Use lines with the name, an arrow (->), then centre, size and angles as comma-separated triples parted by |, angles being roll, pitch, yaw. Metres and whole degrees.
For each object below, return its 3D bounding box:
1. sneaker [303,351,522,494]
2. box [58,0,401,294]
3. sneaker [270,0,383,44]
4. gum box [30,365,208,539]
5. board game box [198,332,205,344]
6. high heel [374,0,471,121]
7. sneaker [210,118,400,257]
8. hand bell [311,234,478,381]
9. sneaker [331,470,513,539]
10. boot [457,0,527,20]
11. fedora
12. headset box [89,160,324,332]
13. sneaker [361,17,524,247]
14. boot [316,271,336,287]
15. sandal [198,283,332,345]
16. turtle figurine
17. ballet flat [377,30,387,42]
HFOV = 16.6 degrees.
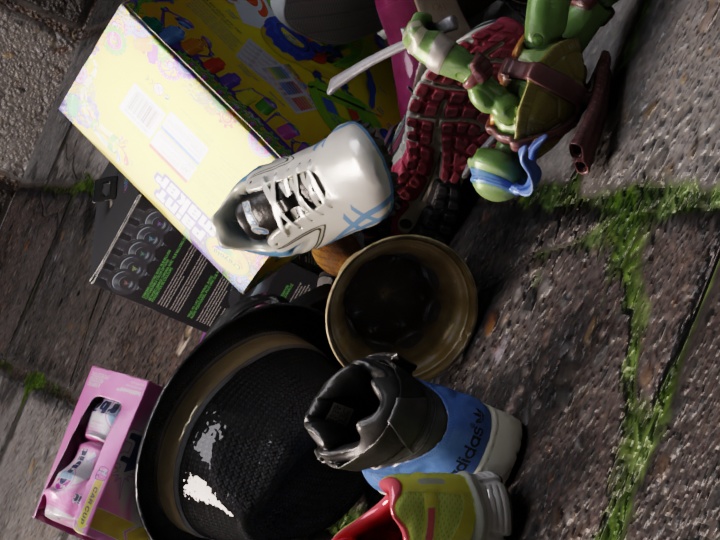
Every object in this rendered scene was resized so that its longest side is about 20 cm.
sneaker -> 0.014, 0.096, 1.531 | 0.077, 0.111, 0.200 | -68, 16, -7
box -> -0.077, -0.123, 1.843 | 0.193, 0.200, 0.122 | -35, -13, -48
sneaker -> -0.004, -0.218, 1.852 | 0.071, 0.200, 0.073 | 40, 121, 30
gum box -> -0.130, 0.154, 1.738 | 0.066, 0.200, 0.114 | 10, 75, 45
board game box -> -0.114, 0.096, 2.091 | 0.120, 0.032, 0.200 | -63, 16, -5
high heel -> 0.032, -0.178, 1.789 | 0.096, 0.067, 0.201 | 28, 133, 47
sneaker -> -0.036, -0.047, 1.640 | 0.072, 0.072, 0.200 | -27, 1, -29
hand bell -> 0.000, 0.000, 1.687 | 0.104, 0.104, 0.200 | -64, 22, 8
sneaker -> 0.004, 0.189, 1.447 | 0.200, 0.090, 0.078 | -61, 35, 23
boot -> 0.096, -0.215, 1.769 | 0.200, 0.075, 0.097 | -45, 24, 48
fedora -> -0.055, 0.123, 1.676 | 0.091, 0.200, 0.201 | 22, 88, 43
headset box -> -0.117, -0.033, 1.965 | 0.093, 0.200, 0.174 | -58, 19, 25
sneaker -> 0.056, -0.099, 1.725 | 0.200, 0.080, 0.075 | -56, 17, 32
boot -> -0.045, 0.065, 1.867 | 0.200, 0.070, 0.132 | 10, 74, 62
sandal -> -0.093, 0.059, 1.782 | 0.200, 0.075, 0.048 | -42, 72, 37
turtle figurine -> 0.091, -0.151, 1.576 | 0.194, 0.144, 0.200 | -60, 21, 2
ballet flat -> 0.014, -0.166, 1.977 | 0.200, 0.063, 0.069 | -52, 22, 40
